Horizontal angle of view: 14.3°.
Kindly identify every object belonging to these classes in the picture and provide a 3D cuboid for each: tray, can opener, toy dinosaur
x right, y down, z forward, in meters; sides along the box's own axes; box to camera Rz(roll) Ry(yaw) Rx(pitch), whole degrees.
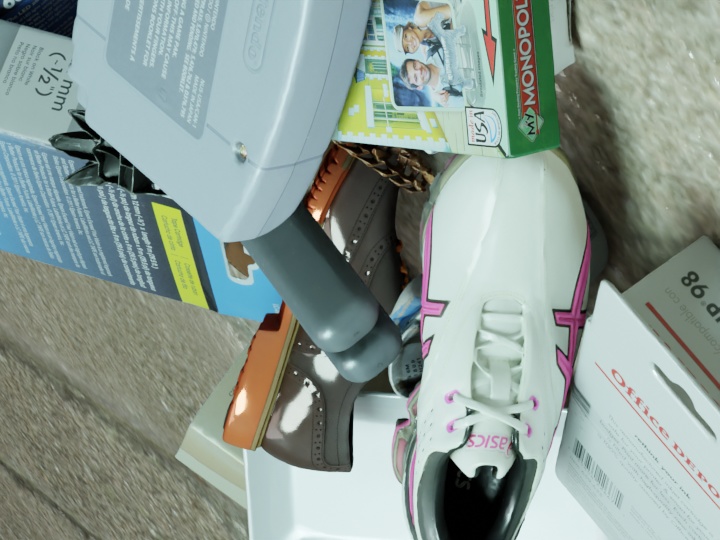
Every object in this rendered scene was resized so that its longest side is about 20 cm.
[{"bbox_3d":[0.039,0.107,1.404,0.199,0.022,0.108,4,112,17],"label":"tray"},{"bbox_3d":[-0.035,-0.035,1.258,0.053,0.066,0.200,49,-173,-49],"label":"can opener"},{"bbox_3d":[-0.057,-0.096,1.234,0.199,0.136,0.103,12,113,27],"label":"toy dinosaur"}]

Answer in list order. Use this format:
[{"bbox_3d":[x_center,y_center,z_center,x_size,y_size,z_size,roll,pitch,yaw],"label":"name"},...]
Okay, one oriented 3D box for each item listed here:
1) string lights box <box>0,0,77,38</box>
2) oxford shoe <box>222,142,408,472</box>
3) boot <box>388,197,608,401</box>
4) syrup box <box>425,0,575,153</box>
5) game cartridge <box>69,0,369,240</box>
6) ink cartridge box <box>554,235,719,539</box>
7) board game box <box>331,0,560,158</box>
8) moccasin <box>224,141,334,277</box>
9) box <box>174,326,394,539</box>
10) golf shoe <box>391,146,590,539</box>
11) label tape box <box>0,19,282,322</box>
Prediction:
[{"bbox_3d":[-0.143,-0.144,1.456,0.059,0.103,0.200,45,171,32],"label":"string lights box"},{"bbox_3d":[0.000,0.000,1.355,0.072,0.201,0.071,21,-163,0],"label":"oxford shoe"},{"bbox_3d":[0.049,0.026,1.324,0.074,0.095,0.200,51,162,16],"label":"boot"},{"bbox_3d":[-0.004,-0.147,1.176,0.200,0.081,0.079,46,160,33],"label":"syrup box"},{"bbox_3d":[-0.050,-0.120,1.076,0.133,0.040,0.201,44,132,39],"label":"game cartridge"},{"bbox_3d":[0.147,0.069,1.186,0.116,0.067,0.200,50,162,19],"label":"ink cartridge box"},{"bbox_3d":[0.011,-0.146,1.055,0.134,0.029,0.202,8,108,49],"label":"board game box"},{"bbox_3d":[-0.028,-0.027,1.477,0.078,0.074,0.202,39,157,6],"label":"moccasin"},{"bbox_3d":[0.011,0.112,1.493,0.199,0.095,0.078,34,162,1],"label":"box"},{"bbox_3d":[0.059,0.039,1.182,0.092,0.072,0.201,-101,15,-58],"label":"golf shoe"},{"bbox_3d":[-0.123,-0.050,1.419,0.199,0.066,0.144,14,156,11],"label":"label tape box"}]
